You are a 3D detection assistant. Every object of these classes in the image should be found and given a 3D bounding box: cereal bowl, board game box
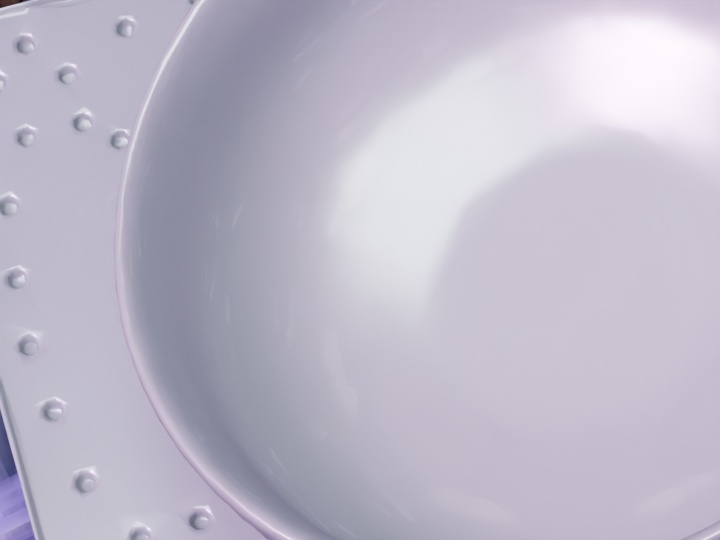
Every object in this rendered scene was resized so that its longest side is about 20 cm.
[{"bbox_3d":[0.047,-0.007,0.710,0.200,0.083,0.200,-6,68,15],"label":"cereal bowl"},{"bbox_3d":[0.000,0.000,0.781,0.200,0.026,0.200,-16,64,-6],"label":"board game box"}]

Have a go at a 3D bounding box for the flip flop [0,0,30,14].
[{"bbox_3d":[-0.116,-0.100,0.829,0.200,0.058,0.081,-27,68,-5],"label":"flip flop"}]
